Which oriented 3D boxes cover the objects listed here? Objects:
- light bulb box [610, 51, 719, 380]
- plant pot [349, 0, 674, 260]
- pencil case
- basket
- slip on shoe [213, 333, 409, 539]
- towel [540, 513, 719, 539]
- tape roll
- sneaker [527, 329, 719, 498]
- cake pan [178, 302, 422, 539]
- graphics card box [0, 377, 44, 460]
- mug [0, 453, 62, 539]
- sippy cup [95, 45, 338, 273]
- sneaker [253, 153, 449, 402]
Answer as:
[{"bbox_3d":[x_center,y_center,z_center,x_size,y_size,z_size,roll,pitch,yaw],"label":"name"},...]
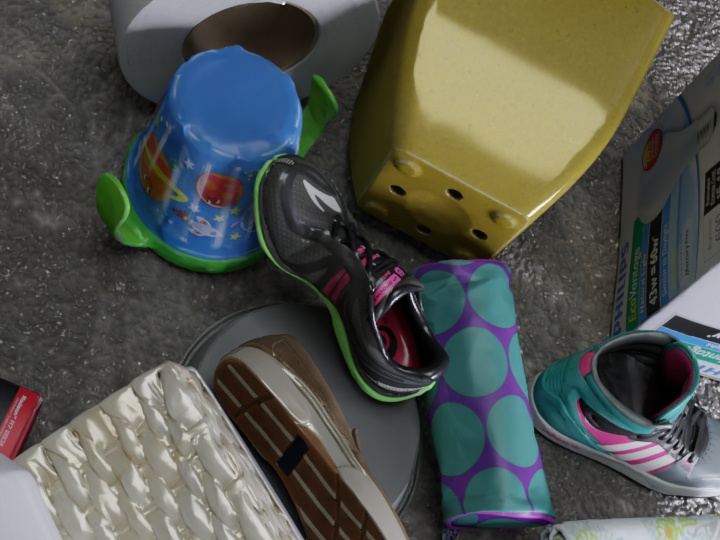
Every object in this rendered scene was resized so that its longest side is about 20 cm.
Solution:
[{"bbox_3d":[0.302,-0.044,1.008,0.123,0.200,0.201,16,61,-11],"label":"light bulb box"},{"bbox_3d":[0.095,-0.123,0.981,0.193,0.194,0.202,26,66,-7],"label":"plant pot"},{"bbox_3d":[0.086,0.093,0.930,0.084,0.092,0.203,-12,70,11],"label":"pencil case"},{"bbox_3d":[-0.115,0.169,0.776,0.135,0.123,0.201,-32,79,-6],"label":"basket"},{"bbox_3d":[-0.020,0.130,0.843,0.201,0.076,0.060,51,43,12],"label":"slip on shoe"},{"bbox_3d":[0.219,0.264,0.900,0.197,0.048,0.174,6,69,-33],"label":"towel"},{"bbox_3d":[-0.086,-0.197,0.935,0.199,0.203,0.072,-4,66,-22],"label":"tape roll"},{"bbox_3d":[0.236,0.107,0.959,0.197,0.121,0.085,19,61,-11],"label":"sneaker"},{"bbox_3d":[-0.042,0.110,0.903,0.197,0.037,0.203,8,63,-17],"label":"cake pan"},{"bbox_3d":[-0.319,0.101,0.797,0.198,0.051,0.127,24,60,-9],"label":"graphics card box"},{"bbox_3d":[-0.223,0.181,0.653,0.186,0.148,0.155,1,65,-59],"label":"mug"},{"bbox_3d":[-0.101,-0.088,0.915,0.138,0.131,0.180,23,58,-6],"label":"sippy cup"},{"bbox_3d":[0.000,0.000,0.869,0.077,0.083,0.201,-48,111,-34],"label":"sneaker"}]
